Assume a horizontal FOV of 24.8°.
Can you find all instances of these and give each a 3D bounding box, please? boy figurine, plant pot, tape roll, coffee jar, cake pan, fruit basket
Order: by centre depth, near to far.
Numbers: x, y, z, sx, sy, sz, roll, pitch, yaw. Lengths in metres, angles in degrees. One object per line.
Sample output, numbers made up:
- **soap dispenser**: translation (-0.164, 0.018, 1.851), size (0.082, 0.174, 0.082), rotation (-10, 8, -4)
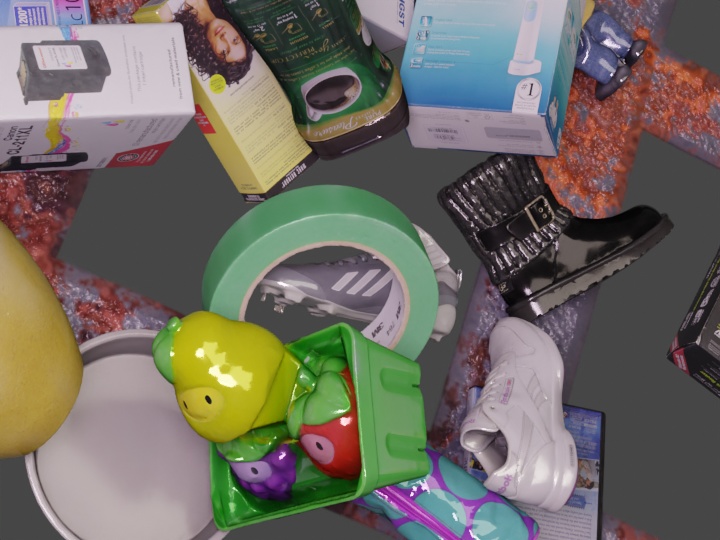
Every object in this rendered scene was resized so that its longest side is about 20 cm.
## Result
- **plant pot**: translation (-0.300, 0.068, 1.279), size (0.142, 0.199, 0.202), rotation (39, 60, -36)
- **fruit basket**: translation (-0.073, 0.115, 1.291), size (0.213, 0.215, 0.157), rotation (2, 73, -22)
- **cake pan**: translation (-0.185, 0.151, 1.370), size (0.198, 0.037, 0.202), rotation (7, 71, -21)
- **tape roll**: translation (-0.034, 0.025, 1.390), size (0.198, 0.202, 0.048), rotation (9, 31, -20)
- **coffee jar**: translation (-0.035, -0.190, 1.407), size (0.086, 0.103, 0.201), rotation (-97, 162, -49)
- **boy figurine**: translation (0.189, -0.255, 1.639), size (0.199, 0.064, 0.125), rotation (36, 64, -8)

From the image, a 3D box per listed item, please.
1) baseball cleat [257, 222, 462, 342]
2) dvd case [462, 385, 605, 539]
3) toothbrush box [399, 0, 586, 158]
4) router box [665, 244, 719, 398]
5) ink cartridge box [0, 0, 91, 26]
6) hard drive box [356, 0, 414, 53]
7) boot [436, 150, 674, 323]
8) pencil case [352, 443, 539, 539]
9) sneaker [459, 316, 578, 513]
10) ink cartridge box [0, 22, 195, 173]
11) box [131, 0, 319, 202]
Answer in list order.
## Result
- **baseball cleat**: translation (0.000, 0.000, 1.475), size (0.198, 0.070, 0.108), rotation (16, 82, -29)
- **dvd case**: translation (0.158, 0.216, 1.504), size (0.141, 0.018, 0.202), rotation (13, 69, -19)
- **toothbrush box**: translation (0.125, -0.216, 1.528), size (0.145, 0.085, 0.202), rotation (5, 67, 17)
- **router box**: translation (0.419, 0.077, 1.632), size (0.199, 0.062, 0.150), rotation (37, 64, -8)
- **ink cartridge box**: translation (-0.341, -0.244, 1.409), size (0.198, 0.076, 0.138), rotation (-6, 76, -22)
- **hard drive box**: translation (-0.041, -0.303, 1.509), size (0.199, 0.076, 0.158), rotation (19, 65, -45)
- **boot**: translation (0.190, -0.057, 1.568), size (0.210, 0.079, 0.159), rotation (-27, 85, -27)
- **pencil case**: translation (0.057, 0.201, 1.415), size (0.199, 0.085, 0.092), rotation (34, 21, 0)
- **sneaker**: translation (0.133, 0.117, 1.455), size (0.099, 0.075, 0.201), rotation (11, 44, -21)
- **ink cartridge box**: translation (-0.256, -0.141, 1.371), size (0.198, 0.146, 0.084), rotation (-5, 78, -23)
- **box**: translation (-0.117, -0.161, 1.450), size (0.075, 0.050, 0.201), rotation (-44, 116, -27)
